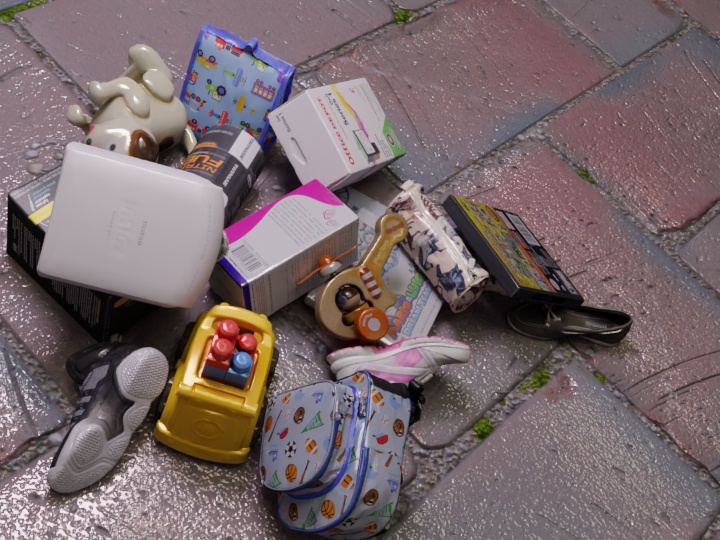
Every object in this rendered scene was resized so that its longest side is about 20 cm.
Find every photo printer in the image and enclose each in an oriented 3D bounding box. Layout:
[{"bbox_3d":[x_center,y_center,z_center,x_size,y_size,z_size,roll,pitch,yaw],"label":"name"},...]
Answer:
[{"bbox_3d":[-0.267,-0.048,1.144,0.200,0.069,0.167,15,95,-8],"label":"photo printer"}]

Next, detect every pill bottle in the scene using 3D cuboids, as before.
[{"bbox_3d":[-0.223,-0.114,1.397,0.106,0.106,0.200,25,50,-2],"label":"pill bottle"}]

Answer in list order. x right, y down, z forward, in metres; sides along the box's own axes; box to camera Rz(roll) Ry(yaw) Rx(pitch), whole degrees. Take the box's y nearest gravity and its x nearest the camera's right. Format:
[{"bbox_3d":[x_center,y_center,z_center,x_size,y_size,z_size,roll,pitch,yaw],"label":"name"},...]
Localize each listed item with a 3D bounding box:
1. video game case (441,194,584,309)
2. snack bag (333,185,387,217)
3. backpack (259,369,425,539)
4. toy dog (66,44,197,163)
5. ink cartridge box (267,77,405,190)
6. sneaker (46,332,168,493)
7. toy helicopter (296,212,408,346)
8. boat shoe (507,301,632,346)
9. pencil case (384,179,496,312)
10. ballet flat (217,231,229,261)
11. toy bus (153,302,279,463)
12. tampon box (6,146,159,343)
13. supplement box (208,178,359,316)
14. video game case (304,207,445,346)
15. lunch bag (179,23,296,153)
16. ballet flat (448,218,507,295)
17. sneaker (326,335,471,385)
[{"bbox_3d":[0.234,-0.027,1.466,0.181,0.026,0.200,10,38,-46],"label":"video game case"},{"bbox_3d":[-0.015,-0.052,1.486,0.200,0.021,0.189,28,51,-3],"label":"snack bag"},{"bbox_3d":[-0.029,0.227,1.163,0.154,0.200,0.191,14,64,-35],"label":"backpack"},{"bbox_3d":[-0.338,-0.197,1.400,0.194,0.139,0.200,51,27,-28],"label":"toy dog"},{"bbox_3d":[-0.033,-0.209,1.484,0.145,0.084,0.200,61,31,-1],"label":"ink cartridge box"},{"bbox_3d":[-0.328,0.168,1.171,0.114,0.075,0.200,22,71,38],"label":"sneaker"},{"bbox_3d":[0.000,0.000,1.332,0.132,0.079,0.200,33,72,-12],"label":"toy helicopter"},{"bbox_3d":[0.331,0.073,1.500,0.200,0.057,0.067,9,52,-15],"label":"boat shoe"},{"bbox_3d":[0.114,-0.038,1.431,0.078,0.089,0.200,-24,70,-33],"label":"pencil case"},{"bbox_3d":[-0.261,-0.060,1.217,0.200,0.072,0.072,23,50,-9],"label":"ballet flat"},{"bbox_3d":[-0.167,0.110,1.199,0.136,0.192,0.200,17,49,-6],"label":"toy bus"},{"bbox_3d":[-0.348,-0.034,1.276,0.200,0.126,0.150,42,52,11],"label":"tampon box"},{"bbox_3d":[-0.109,-0.027,1.347,0.200,0.103,0.101,-32,58,-23],"label":"supplement box"},{"bbox_3d":[0.037,0.020,1.430,0.182,0.024,0.200,31,53,-2],"label":"video game case"},{"bbox_3d":[-0.191,-0.277,1.469,0.150,0.200,0.094,29,51,1],"label":"lunch bag"},{"bbox_3d":[0.201,-0.009,1.514,0.072,0.072,0.200,-24,63,-33],"label":"ballet flat"},{"bbox_3d":[0.056,0.140,1.325,0.200,0.081,0.088,-9,84,-2],"label":"sneaker"}]
